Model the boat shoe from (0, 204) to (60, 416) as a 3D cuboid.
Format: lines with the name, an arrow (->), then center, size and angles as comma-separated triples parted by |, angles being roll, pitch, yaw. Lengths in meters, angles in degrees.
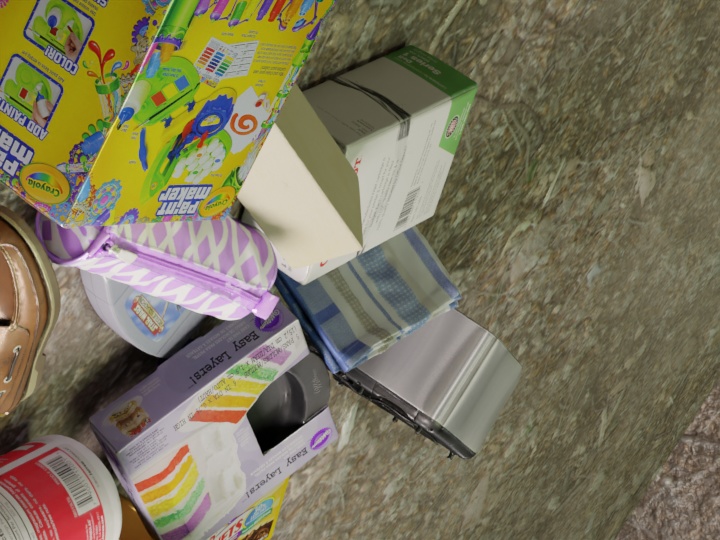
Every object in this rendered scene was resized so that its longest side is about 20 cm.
boat shoe -> -0.260, 0.041, 1.457 | 0.068, 0.072, 0.201 | -40, 153, -35

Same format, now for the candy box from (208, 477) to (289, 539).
candy box -> -0.144, 0.259, 1.992 | 0.200, 0.026, 0.103 | -30, 144, -47

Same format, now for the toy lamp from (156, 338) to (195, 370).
toy lamp -> -0.137, 0.143, 1.839 | 0.058, 0.058, 0.200 | -45, 147, -23

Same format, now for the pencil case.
pencil case -> -0.147, -0.020, 1.524 | 0.200, 0.085, 0.084 | 19, 104, -50

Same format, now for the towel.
towel -> 0.000, 0.000, 1.842 | 0.024, 0.147, 0.200 | -37, 175, 39

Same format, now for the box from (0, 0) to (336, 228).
box -> -0.142, -0.141, 1.375 | 0.193, 0.122, 0.200 | -62, 158, 15

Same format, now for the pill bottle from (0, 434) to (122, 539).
pill bottle -> -0.286, 0.210, 1.586 | 0.200, 0.112, 0.113 | -26, 144, -50

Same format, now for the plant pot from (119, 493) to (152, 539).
plant pot -> -0.218, 0.308, 1.784 | 0.140, 0.200, 0.200 | -40, 159, 6

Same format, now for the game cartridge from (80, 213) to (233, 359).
game cartridge -> -0.155, -0.004, 1.658 | 0.133, 0.041, 0.200 | -55, 159, -11

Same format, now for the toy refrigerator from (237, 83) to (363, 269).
toy refrigerator -> -0.068, -0.089, 1.573 | 0.070, 0.076, 0.200 | -16, 143, 16

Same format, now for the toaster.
toaster -> 0.043, 0.081, 1.997 | 0.119, 0.180, 0.200 | -57, 159, -4

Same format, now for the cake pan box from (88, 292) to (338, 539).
cake pan box -> -0.117, 0.133, 1.762 | 0.200, 0.052, 0.185 | -36, 145, -16

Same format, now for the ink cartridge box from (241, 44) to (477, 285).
ink cartridge box -> -0.002, -0.093, 1.778 | 0.200, 0.084, 0.147 | -28, 145, -48
